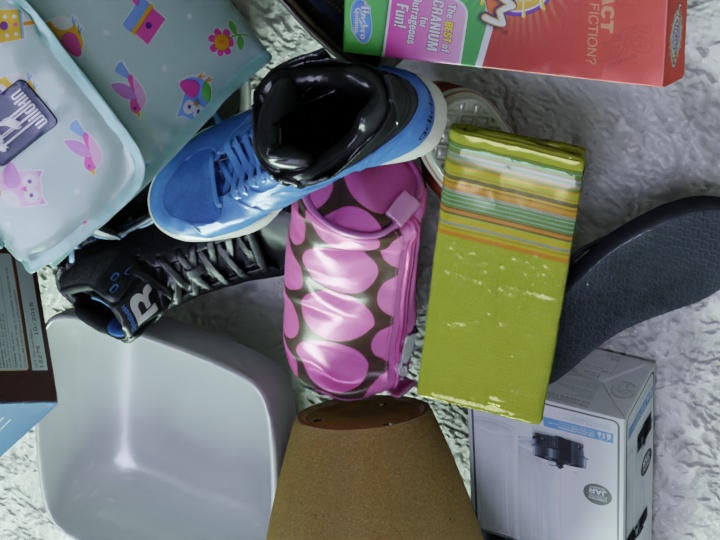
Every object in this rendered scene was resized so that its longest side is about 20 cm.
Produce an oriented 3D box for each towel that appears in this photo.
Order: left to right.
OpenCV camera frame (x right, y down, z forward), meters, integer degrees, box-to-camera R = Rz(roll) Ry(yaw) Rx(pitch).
[{"bbox_3d":[0.086,0.003,1.618,0.085,0.018,0.201,14,125,12],"label":"towel"}]

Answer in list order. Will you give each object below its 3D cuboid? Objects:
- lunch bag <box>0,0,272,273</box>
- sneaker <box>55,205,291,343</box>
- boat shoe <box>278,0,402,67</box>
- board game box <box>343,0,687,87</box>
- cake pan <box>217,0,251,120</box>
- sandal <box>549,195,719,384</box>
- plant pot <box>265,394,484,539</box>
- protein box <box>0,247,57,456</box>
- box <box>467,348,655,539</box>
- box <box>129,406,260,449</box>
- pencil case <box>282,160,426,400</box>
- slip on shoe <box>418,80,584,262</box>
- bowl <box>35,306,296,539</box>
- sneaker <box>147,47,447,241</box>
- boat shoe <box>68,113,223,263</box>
[{"bbox_3d":[-0.181,-0.121,1.565,0.171,0.200,0.122,51,155,-17],"label":"lunch bag"},{"bbox_3d":[-0.114,0.003,1.763,0.199,0.112,0.073,-5,125,32],"label":"sneaker"},{"bbox_3d":[-0.041,-0.201,1.583,0.202,0.060,0.072,44,134,-12],"label":"boat shoe"},{"bbox_3d":[0.089,-0.192,1.494,0.199,0.040,0.154,8,107,23],"label":"board game box"},{"bbox_3d":[-0.155,-0.148,1.709,0.199,0.037,0.201,15,133,17],"label":"cake pan"},{"bbox_3d":[0.156,0.004,1.643,0.199,0.043,0.076,-31,129,27],"label":"sandal"},{"bbox_3d":[0.009,0.193,1.768,0.185,0.186,0.202,2,104,28],"label":"plant pot"},{"bbox_3d":[-0.349,0.068,1.846,0.199,0.136,0.198,0,157,-31],"label":"protein box"},{"bbox_3d":[0.137,0.143,1.779,0.116,0.060,0.201,14,133,19],"label":"box"},{"bbox_3d":[-0.113,0.164,1.955,0.199,0.036,0.143,-16,118,36],"label":"box"},{"bbox_3d":[0.000,0.000,1.688,0.094,0.091,0.201,42,154,25],"label":"pencil case"},{"bbox_3d":[0.085,-0.043,1.655,0.200,0.074,0.061,57,175,-35],"label":"slip on shoe"},{"bbox_3d":[-0.128,0.120,1.855,0.199,0.075,0.201,18,122,23],"label":"bowl"},{"bbox_3d":[-0.056,-0.074,1.556,0.199,0.111,0.077,-17,79,21],"label":"sneaker"},{"bbox_3d":[-0.172,-0.058,1.719,0.199,0.069,0.084,-25,113,41],"label":"boat shoe"}]
